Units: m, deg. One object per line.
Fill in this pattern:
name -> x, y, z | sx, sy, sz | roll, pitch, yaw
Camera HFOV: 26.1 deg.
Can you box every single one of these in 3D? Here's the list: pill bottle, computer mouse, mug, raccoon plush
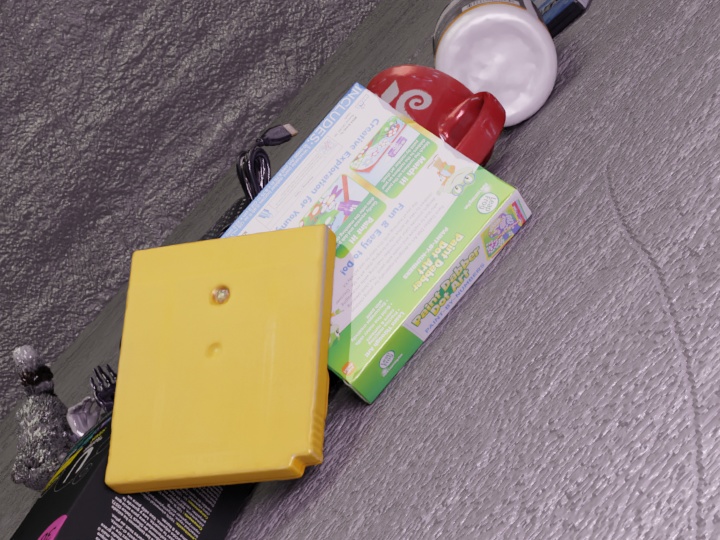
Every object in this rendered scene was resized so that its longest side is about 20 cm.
pill bottle -> 0.128, -0.216, 1.515 | 0.116, 0.116, 0.200 | -45, 11, 14
computer mouse -> -0.054, -0.077, 1.532 | 0.046, 0.142, 0.199 | -9, 7, 40
mug -> 0.031, -0.080, 1.368 | 0.201, 0.132, 0.178 | -61, -4, -37
raccoon plush -> -0.455, 0.211, 2.118 | 0.096, 0.201, 0.134 | -32, 1, 9

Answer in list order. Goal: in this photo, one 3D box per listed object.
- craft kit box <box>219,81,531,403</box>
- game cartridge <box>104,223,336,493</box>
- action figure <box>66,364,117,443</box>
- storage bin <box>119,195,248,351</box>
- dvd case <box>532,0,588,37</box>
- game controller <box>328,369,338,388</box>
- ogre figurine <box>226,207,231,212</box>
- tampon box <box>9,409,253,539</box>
craft kit box -> 0.002, -0.028, 1.246 | 0.200, 0.049, 0.197 | -48, 51, -5
game cartridge -> -0.106, 0.068, 1.202 | 0.174, 0.032, 0.202 | -7, 63, 20
action figure -> -0.209, 0.157, 1.444 | 0.201, 0.117, 0.103 | 107, 153, -52
storage bin -> -0.134, 0.041, 1.585 | 0.200, 0.135, 0.094 | -45, 12, 16
dvd case -> 0.213, -0.294, 1.704 | 0.142, 0.018, 0.201 | -40, 15, 39
game controller -> -0.074, 0.115, 1.393 | 0.104, 0.042, 0.200 | -37, 7, -20
ogre figurine -> -0.139, 0.025, 1.704 | 0.097, 0.203, 0.120 | 1, 11, 22
tampon box -> -0.200, 0.218, 1.267 | 0.150, 0.126, 0.201 | -39, 15, 37
